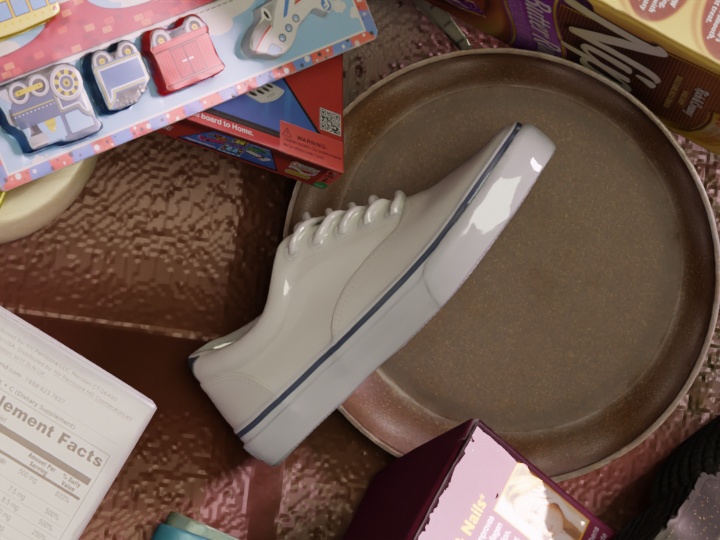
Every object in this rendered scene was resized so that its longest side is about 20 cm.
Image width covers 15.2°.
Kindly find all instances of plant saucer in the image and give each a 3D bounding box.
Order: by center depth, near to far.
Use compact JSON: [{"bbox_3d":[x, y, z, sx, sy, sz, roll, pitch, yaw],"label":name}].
[{"bbox_3d":[0.064,-0.002,1.217,0.200,0.032,0.201,2,101,13],"label":"plant saucer"}]

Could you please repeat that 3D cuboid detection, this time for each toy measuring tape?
[{"bbox_3d":[0.083,-0.101,1.246,0.074,0.074,0.200,-37,97,-14],"label":"toy measuring tape"}]

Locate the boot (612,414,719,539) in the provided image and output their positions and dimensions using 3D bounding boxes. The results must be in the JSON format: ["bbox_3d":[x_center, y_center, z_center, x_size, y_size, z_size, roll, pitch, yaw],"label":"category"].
[{"bbox_3d":[0.189,0.136,1.221,0.131,0.068,0.200,51,37,-3],"label":"boot"}]

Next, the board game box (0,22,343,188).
[{"bbox_3d":[-0.095,-0.110,1.164,0.200,0.019,0.103,18,54,-28],"label":"board game box"}]

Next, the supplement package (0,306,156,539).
[{"bbox_3d":[-0.191,0.059,1.095,0.156,0.200,0.111,33,80,-12],"label":"supplement package"}]

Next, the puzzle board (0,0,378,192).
[{"bbox_3d":[-0.096,-0.136,1.130,0.200,0.017,0.151,-25,96,-32],"label":"puzzle board"}]

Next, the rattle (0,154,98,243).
[{"bbox_3d":[-0.139,-0.098,1.152,0.200,0.143,0.130,-31,77,-8],"label":"rattle"}]

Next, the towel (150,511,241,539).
[{"bbox_3d":[-0.062,0.226,1.217,0.146,0.022,0.200,25,83,-13],"label":"towel"}]

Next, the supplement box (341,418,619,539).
[{"bbox_3d":[0.081,0.177,1.202,0.200,0.086,0.110,40,52,-13],"label":"supplement box"}]

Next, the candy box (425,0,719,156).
[{"bbox_3d":[0.097,-0.125,1.161,0.200,0.117,0.057,26,79,-5],"label":"candy box"}]

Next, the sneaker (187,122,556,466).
[{"bbox_3d":[0.000,0.000,1.178,0.071,0.073,0.200,44,107,-2],"label":"sneaker"}]
